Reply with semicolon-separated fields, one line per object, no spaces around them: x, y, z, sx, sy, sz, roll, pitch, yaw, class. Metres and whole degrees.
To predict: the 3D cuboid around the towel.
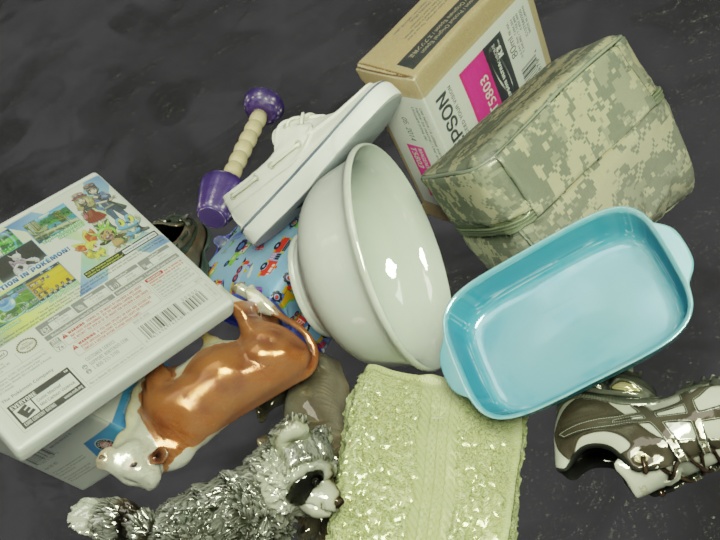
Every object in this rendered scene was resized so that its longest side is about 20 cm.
0.049;0.167;0.721;0.148;0.036;0.200;7;56;6;towel

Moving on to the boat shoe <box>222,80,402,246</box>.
-0.050;-0.104;0.844;0.200;0.065;0.074;-42;-6;23;boat shoe

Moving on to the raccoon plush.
-0.111;0.155;0.706;0.200;0.097;0.134;16;81;4;raccoon plush

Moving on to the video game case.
-0.233;0.025;0.753;0.182;0.022;0.200;41;57;20;video game case

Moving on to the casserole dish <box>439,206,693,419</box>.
0.154;0.036;0.718;0.200;0.039;0.121;-31;56;16;casserole dish

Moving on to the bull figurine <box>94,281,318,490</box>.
-0.135;0.091;0.792;0.200;0.065;0.121;-29;75;-16;bull figurine

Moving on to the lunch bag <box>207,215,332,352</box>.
-0.089;-0.014;0.964;0.200;0.094;0.151;12;59;45;lunch bag

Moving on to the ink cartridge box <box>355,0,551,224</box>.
0.105;-0.164;0.908;0.075;0.200;0.165;23;65;40;ink cartridge box

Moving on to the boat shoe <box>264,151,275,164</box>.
-0.044;-0.104;1.024;0.074;0.068;0.199;-58;26;-17;boat shoe

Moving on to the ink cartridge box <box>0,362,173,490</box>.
-0.286;0.099;0.841;0.145;0.200;0.084;-33;34;42;ink cartridge box

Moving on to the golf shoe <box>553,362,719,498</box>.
0.231;0.124;0.681;0.200;0.078;0.095;-1;53;40;golf shoe

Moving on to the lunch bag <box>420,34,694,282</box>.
0.175;-0.072;0.820;0.200;0.168;0.139;-42;11;-15;lunch bag

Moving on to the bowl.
0.000;0.000;0.824;0.090;0.201;0.201;-19;44;22;bowl

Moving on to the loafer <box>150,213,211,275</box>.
-0.197;-0.028;1.001;0.072;0.063;0.200;-36;25;2;loafer

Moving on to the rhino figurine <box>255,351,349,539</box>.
-0.039;0.146;0.803;0.087;0.060;0.200;-18;48;-3;rhino figurine

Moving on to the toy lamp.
-0.138;-0.129;1.096;0.058;0.058;0.200;-5;47;23;toy lamp
